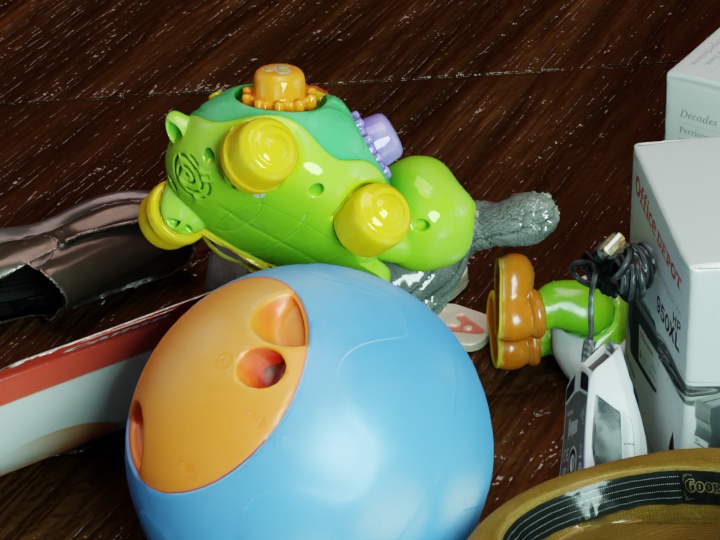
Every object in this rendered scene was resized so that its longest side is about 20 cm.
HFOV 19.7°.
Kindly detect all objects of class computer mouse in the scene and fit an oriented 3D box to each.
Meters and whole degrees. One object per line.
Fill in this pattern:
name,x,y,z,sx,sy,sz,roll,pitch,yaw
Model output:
computer mouse,0.143,0.079,1.189,0.044,0.200,0.110,7,-10,-8

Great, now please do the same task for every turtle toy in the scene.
turtle toy,-0.024,-0.047,1.188,0.200,0.146,0.101,28,61,-22

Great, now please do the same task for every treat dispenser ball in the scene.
treat dispenser ball,-0.028,0.096,1.131,0.201,0.201,0.201,-2,33,1

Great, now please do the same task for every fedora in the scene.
fedora,0.145,0.156,1.026,0.200,0.082,0.201,-14,15,4

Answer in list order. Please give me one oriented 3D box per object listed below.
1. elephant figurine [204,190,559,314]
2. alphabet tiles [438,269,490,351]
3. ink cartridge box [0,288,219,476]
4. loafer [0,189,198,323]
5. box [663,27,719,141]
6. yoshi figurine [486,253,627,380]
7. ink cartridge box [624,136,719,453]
elephant figurine,0.000,0.000,1.308,0.141,0.155,0.200,1,16,-41
alphabet tiles,-0.018,0.034,1.402,0.196,0.015,0.200,19,38,30
ink cartridge box,-0.147,0.067,1.224,0.162,0.050,0.200,-20,-4,-25
loafer,-0.201,0.004,1.423,0.200,0.073,0.071,-16,45,-11
box,0.346,-0.102,1.479,0.200,0.131,0.199,19,38,29
yoshi figurine,0.184,0.011,1.341,0.200,0.112,0.112,0,26,-1
ink cartridge box,0.208,0.040,1.202,0.084,0.200,0.145,-5,32,-5
